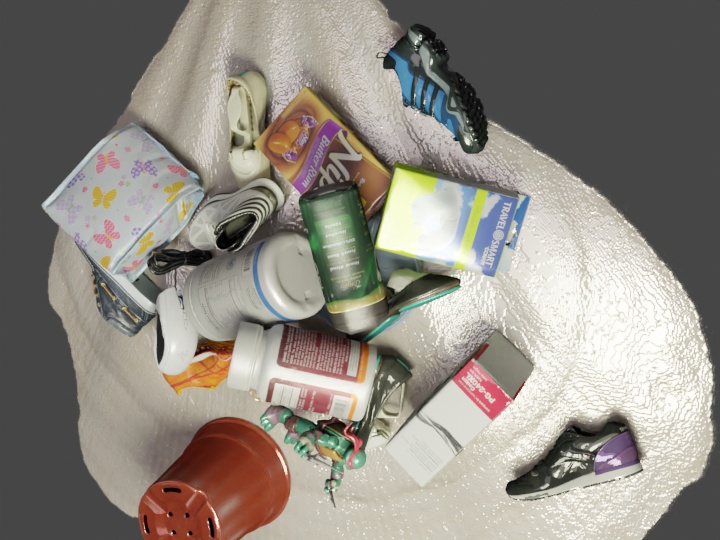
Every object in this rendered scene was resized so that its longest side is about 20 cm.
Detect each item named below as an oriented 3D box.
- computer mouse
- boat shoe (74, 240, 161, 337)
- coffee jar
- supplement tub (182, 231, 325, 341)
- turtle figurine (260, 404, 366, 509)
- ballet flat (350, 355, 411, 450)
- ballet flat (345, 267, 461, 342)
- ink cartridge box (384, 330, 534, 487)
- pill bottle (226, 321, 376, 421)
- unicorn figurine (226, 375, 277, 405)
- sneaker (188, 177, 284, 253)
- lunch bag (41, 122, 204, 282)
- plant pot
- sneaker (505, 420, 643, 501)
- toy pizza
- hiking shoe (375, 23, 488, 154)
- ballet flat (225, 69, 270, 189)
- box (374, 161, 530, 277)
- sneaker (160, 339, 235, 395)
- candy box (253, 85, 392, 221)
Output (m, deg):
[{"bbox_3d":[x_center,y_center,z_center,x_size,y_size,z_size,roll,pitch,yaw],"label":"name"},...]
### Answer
[{"bbox_3d":[-0.283,0.065,1.496,0.044,0.109,0.201,-3,87,46],"label":"computer mouse"},{"bbox_3d":[-0.422,0.018,1.581,0.200,0.071,0.091,46,110,3],"label":"boat shoe"},{"bbox_3d":[-0.021,-0.017,1.300,0.085,0.104,0.201,-15,100,1],"label":"coffee jar"},{"bbox_3d":[-0.157,0.026,1.423,0.200,0.132,0.132,-18,96,41],"label":"supplement tub"},{"bbox_3d":[-0.055,0.264,1.404,0.200,0.101,0.150,25,149,45],"label":"turtle figurine"},{"bbox_3d":[0.022,0.225,1.454,0.068,0.068,0.200,24,112,0],"label":"ballet flat"},{"bbox_3d":[0.050,0.041,1.373,0.200,0.068,0.069,-32,81,24],"label":"ballet flat"},{"bbox_3d":[0.141,0.197,1.361,0.083,0.145,0.200,45,114,6],"label":"ink cartridge box"},{"bbox_3d":[-0.084,0.141,1.361,0.199,0.114,0.115,13,108,-4],"label":"pill bottle"},{"bbox_3d":[-0.099,0.160,1.466,0.137,0.200,0.074,30,135,31],"label":"unicorn figurine"},{"bbox_3d":[-0.213,-0.066,1.438,0.200,0.115,0.076,-27,107,38],"label":"sneaker"},{"bbox_3d":[-0.363,-0.109,1.499,0.169,0.127,0.200,40,88,9],"label":"lunch bag"},{"bbox_3d":[-0.242,0.366,1.526,0.200,0.195,0.202,5,104,20],"label":"plant pot"},{"bbox_3d":[0.298,0.271,1.369,0.199,0.076,0.088,-21,80,21],"label":"sneaker"},{"bbox_3d":[0.000,0.000,1.433,0.199,0.032,0.201,5,105,19],"label":"toy pizza"},{"bbox_3d":[0.106,-0.240,1.320,0.087,0.074,0.200,-34,79,32],"label":"hiking shoe"},{"bbox_3d":[-0.176,-0.201,1.437,0.069,0.069,0.201,3,104,21],"label":"ballet flat"},{"bbox_3d":[0.129,-0.067,1.320,0.199,0.048,0.122,13,108,-4],"label":"box"},{"bbox_3d":[-0.233,0.151,1.552,0.199,0.073,0.077,-18,116,29],"label":"sneaker"},{"bbox_3d":[-0.046,-0.156,1.380,0.200,0.056,0.117,46,103,11],"label":"candy box"}]
